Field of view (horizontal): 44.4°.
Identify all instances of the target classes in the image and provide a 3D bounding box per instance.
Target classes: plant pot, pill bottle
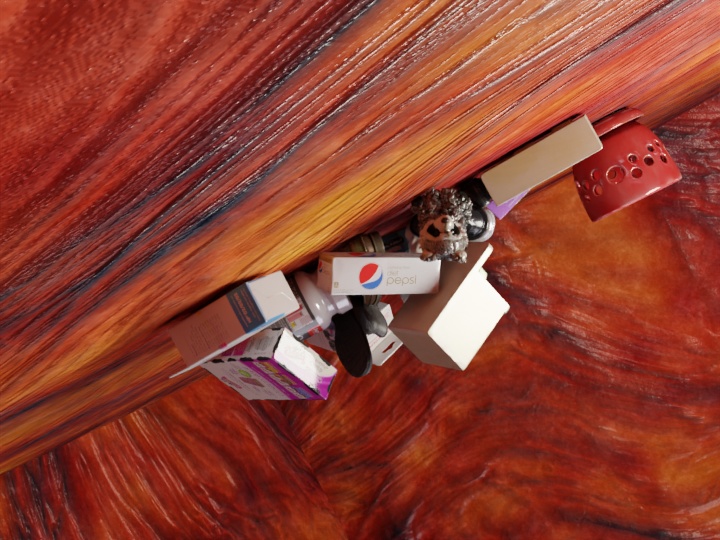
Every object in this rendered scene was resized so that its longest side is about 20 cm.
[{"bbox_3d":[0.526,-0.219,1.812,0.200,0.183,0.200,-28,177,-2],"label":"plant pot"},{"bbox_3d":[-0.123,0.072,1.569,0.200,0.116,0.116,-28,176,1],"label":"pill bottle"}]

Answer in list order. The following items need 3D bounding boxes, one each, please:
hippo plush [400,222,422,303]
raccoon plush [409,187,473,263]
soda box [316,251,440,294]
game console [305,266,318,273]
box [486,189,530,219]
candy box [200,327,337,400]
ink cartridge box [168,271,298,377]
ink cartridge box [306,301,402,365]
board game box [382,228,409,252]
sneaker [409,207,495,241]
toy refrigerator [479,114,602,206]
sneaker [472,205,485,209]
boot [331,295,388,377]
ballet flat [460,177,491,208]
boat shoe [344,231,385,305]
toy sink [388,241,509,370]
[{"bbox_3d":[0.125,-0.003,1.794,0.161,0.159,0.200,-52,-163,20],"label":"hippo plush"},{"bbox_3d":[0.146,-0.040,1.427,0.096,0.134,0.200,-12,148,18],"label":"raccoon plush"},{"bbox_3d":[0.031,0.004,1.476,0.199,0.064,0.068,-1,-171,-24],"label":"soda box"},{"bbox_3d":[-0.042,0.034,1.711,0.199,0.031,0.177,-21,150,-6],"label":"game console"},{"bbox_3d":[0.309,-0.164,1.707,0.137,0.039,0.200,-46,177,13],"label":"box"},{"bbox_3d":[-0.156,0.157,1.455,0.200,0.136,0.061,-8,-130,42],"label":"candy box"},{"bbox_3d":[-0.207,0.082,1.343,0.200,0.068,0.115,-30,177,23],"label":"ink cartridge box"},{"bbox_3d":[-0.011,0.113,1.785,0.200,0.068,0.115,14,-137,40],"label":"ink cartridge box"},{"bbox_3d":[0.019,-0.023,1.846,0.151,0.047,0.200,-32,175,42],"label":"board game box"},{"bbox_3d":[0.137,-0.093,1.588,0.114,0.076,0.200,13,174,-40],"label":"sneaker"},{"bbox_3d":[0.308,-0.191,1.509,0.200,0.070,0.076,-29,-177,20],"label":"toy refrigerator"},{"bbox_3d":[0.212,-0.100,1.743,0.081,0.074,0.200,-8,-169,10],"label":"sneaker"},{"bbox_3d":[0.009,0.112,1.648,0.070,0.200,0.131,-37,147,29],"label":"boot"},{"bbox_3d":[0.224,-0.140,1.663,0.066,0.057,0.200,-31,176,15],"label":"ballet flat"},{"bbox_3d":[0.000,0.000,1.590,0.068,0.072,0.200,-15,145,-11],"label":"boat shoe"},{"bbox_3d":[0.169,0.061,1.536,0.200,0.112,0.130,-53,-156,-18],"label":"toy sink"}]
